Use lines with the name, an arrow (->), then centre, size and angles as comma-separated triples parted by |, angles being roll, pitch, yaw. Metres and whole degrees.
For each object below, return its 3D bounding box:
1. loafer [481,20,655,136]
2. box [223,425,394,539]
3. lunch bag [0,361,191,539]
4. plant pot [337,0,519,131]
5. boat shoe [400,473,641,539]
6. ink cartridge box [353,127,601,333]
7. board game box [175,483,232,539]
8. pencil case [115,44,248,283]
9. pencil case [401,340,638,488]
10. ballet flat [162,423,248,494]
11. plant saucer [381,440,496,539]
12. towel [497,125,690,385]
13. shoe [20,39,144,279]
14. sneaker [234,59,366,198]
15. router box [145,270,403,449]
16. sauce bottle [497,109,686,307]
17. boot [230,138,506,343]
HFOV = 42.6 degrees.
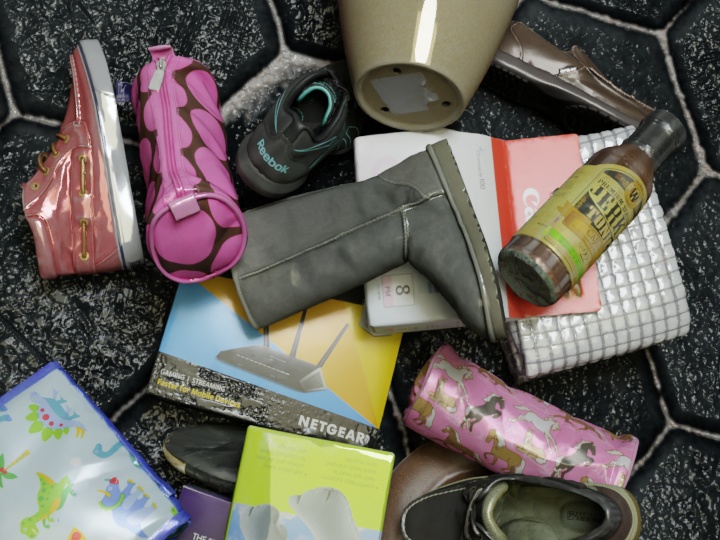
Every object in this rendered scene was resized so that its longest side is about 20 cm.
loafer -> 0.206, -0.178, 0.872 | 0.198, 0.073, 0.072 | 27, 77, -5
box -> -0.048, 0.231, 0.707 | 0.120, 0.048, 0.204 | 10, 77, 2
lunch bag -> -0.252, 0.198, 0.703 | 0.170, 0.127, 0.200 | 44, 87, 10
plant pot -> 0.053, -0.228, 0.776 | 0.184, 0.188, 0.203 | 14, 66, -7
boat shoe -> 0.112, 0.189, 0.717 | 0.198, 0.066, 0.073 | -10, 62, 31
ink cartridge box -> 0.097, -0.039, 0.780 | 0.196, 0.057, 0.166 | -6, 78, 7
board game box -> -0.076, 0.285, 0.747 | 0.197, 0.057, 0.168 | 17, 80, 4
pencil case -> -0.144, -0.090, 0.747 | 0.089, 0.095, 0.202 | -10, 48, -12
pencil case -> 0.136, 0.138, 0.787 | 0.198, 0.083, 0.087 | 26, 60, 9
ballet flat -> -0.073, 0.179, 0.782 | 0.197, 0.057, 0.067 | 16, 37, -2
plant saucer -> 0.105, 0.244, 0.810 | 0.197, 0.037, 0.204 | 2, 80, -9
towel -> 0.189, -0.015, 0.840 | 0.163, 0.086, 0.203 | -14, 79, -3
shoe -> -0.246, -0.094, 0.786 | 0.089, 0.071, 0.204 | -10, 86, -14
sneaker -> -0.030, -0.134, 0.787 | 0.075, 0.079, 0.201 | 39, 42, -6
router box -> -0.068, 0.063, 0.799 | 0.197, 0.051, 0.152 | 16, 76, -7
sauce bottle -> 0.196, -0.058, 0.761 | 0.065, 0.065, 0.200 | 44, 72, 0
boot -> 0.001, 0.002, 0.721 | 0.197, 0.073, 0.184 | -20, 62, 4
